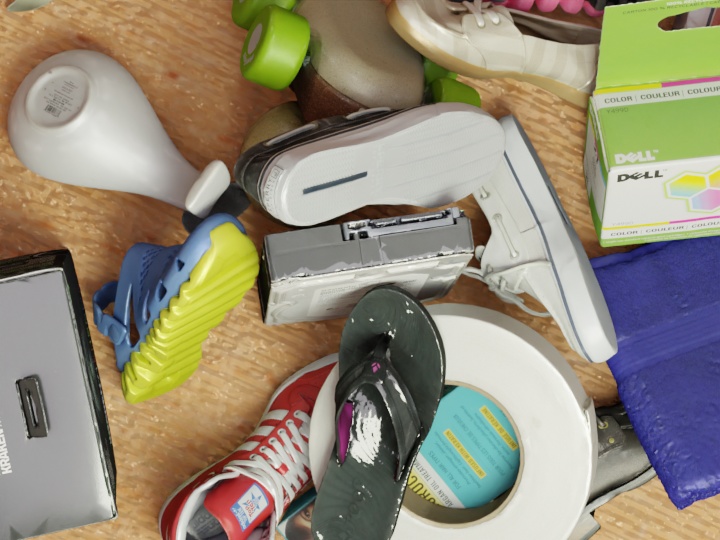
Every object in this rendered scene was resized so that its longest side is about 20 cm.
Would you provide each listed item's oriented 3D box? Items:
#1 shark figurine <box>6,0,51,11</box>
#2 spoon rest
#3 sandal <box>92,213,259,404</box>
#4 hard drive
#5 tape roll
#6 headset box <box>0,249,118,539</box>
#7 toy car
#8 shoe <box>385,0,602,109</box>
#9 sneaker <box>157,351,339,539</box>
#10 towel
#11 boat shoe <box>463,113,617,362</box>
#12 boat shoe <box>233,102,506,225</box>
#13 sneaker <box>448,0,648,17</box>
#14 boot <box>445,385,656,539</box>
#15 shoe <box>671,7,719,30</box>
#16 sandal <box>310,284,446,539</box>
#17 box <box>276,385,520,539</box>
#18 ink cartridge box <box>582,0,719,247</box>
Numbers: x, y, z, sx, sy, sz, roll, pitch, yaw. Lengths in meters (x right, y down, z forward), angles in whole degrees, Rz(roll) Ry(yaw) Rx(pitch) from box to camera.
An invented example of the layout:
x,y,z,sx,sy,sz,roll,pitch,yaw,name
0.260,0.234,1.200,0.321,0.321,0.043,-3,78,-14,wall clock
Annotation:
x,y,z,sx,sy,sz,roll,pitch,yaw,name
-0.239,-0.263,1.617,0.128,0.214,0.090,-28,56,24,shark figurine
-0.168,-0.088,1.625,0.200,0.061,0.100,31,81,31,spoon rest
-0.138,0.015,1.621,0.079,0.200,0.087,-23,72,-39,sandal
0.000,0.000,1.609,0.139,0.200,0.038,-9,80,-6,hard drive
0.065,0.123,1.608,0.202,0.037,0.204,3,103,12,tape roll
-0.228,0.082,1.593,0.092,0.200,0.175,-12,95,-5,headset box
-0.037,-0.092,1.650,0.164,0.158,0.200,21,117,-19,toy car
0.103,-0.167,1.643,0.200,0.070,0.053,14,121,-38,shoe
-0.061,0.140,1.658,0.200,0.112,0.071,-43,98,-2,sneaker
0.249,0.063,1.672,0.147,0.050,0.200,-19,64,-8,towel
0.111,-0.011,1.659,0.086,0.075,0.202,-28,67,11,boat shoe
0.006,-0.081,1.529,0.199,0.071,0.072,-10,120,-38,boat shoe
0.144,-0.235,1.678,0.199,0.079,0.096,-1,75,-10,sneaker
0.135,0.100,1.698,0.174,0.069,0.200,44,90,-7,boot
0.286,-0.200,1.689,0.091,0.071,0.201,19,88,-1,shoe
0.011,0.110,1.573,0.075,0.048,0.201,13,106,11,sandal
0.041,0.151,1.666,0.200,0.049,0.082,-39,93,18,box
0.237,-0.106,1.621,0.147,0.200,0.076,-6,60,-1,ink cartridge box
